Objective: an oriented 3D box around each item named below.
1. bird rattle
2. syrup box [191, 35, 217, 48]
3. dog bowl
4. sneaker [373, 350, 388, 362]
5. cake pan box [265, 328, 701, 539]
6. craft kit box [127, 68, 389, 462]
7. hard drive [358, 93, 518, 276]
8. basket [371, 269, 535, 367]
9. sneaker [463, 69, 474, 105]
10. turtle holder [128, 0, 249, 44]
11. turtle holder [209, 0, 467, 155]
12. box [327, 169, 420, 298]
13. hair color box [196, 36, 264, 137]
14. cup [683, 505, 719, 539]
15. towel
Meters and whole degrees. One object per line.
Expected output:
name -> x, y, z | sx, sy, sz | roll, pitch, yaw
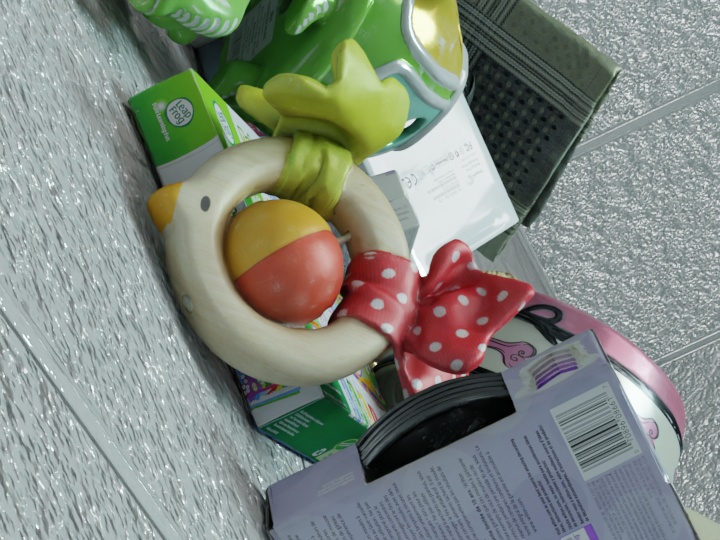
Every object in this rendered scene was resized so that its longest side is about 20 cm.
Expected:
bird rattle -> -0.021, -0.004, 1.197 | 0.113, 0.163, 0.201 | -23, -89, 60
syrup box -> -0.118, -0.256, 1.554 | 0.200, 0.079, 0.081 | 68, 8, 22
dog bowl -> 0.106, 0.084, 1.419 | 0.200, 0.074, 0.200 | 25, -23, 12
sneaker -> -0.007, -0.037, 1.641 | 0.070, 0.108, 0.201 | 7, 85, -36
cake pan box -> 0.073, 0.148, 1.160 | 0.200, 0.184, 0.052 | 61, 4, -22
craft kit box -> -0.049, 0.008, 1.320 | 0.198, 0.048, 0.200 | 64, 6, 17
hard drive -> 0.025, -0.101, 1.563 | 0.132, 0.027, 0.201 | -31, 99, -50
basket -> 0.101, 0.100, 1.688 | 0.149, 0.142, 0.200 | 38, 28, -76
sneaker -> 0.052, -0.115, 1.701 | 0.200, 0.099, 0.070 | 48, -39, 29
turtle holder -> -0.108, -0.205, 1.342 | 0.132, 0.141, 0.186 | 41, 59, -34
turtle holder -> 0.003, -0.151, 1.421 | 0.132, 0.186, 0.141 | 31, 13, -26
box -> 0.000, 0.000, 1.435 | 0.200, 0.041, 0.039 | 103, -35, -68
hair color box -> -0.067, -0.139, 1.603 | 0.099, 0.060, 0.200 | 59, 9, -40
cup -> 0.097, 0.184, 1.304 | 0.143, 0.200, 0.200 | 40, 12, -9
towel -> 0.076, -0.132, 1.769 | 0.200, 0.193, 0.035 | 39, 29, 13
